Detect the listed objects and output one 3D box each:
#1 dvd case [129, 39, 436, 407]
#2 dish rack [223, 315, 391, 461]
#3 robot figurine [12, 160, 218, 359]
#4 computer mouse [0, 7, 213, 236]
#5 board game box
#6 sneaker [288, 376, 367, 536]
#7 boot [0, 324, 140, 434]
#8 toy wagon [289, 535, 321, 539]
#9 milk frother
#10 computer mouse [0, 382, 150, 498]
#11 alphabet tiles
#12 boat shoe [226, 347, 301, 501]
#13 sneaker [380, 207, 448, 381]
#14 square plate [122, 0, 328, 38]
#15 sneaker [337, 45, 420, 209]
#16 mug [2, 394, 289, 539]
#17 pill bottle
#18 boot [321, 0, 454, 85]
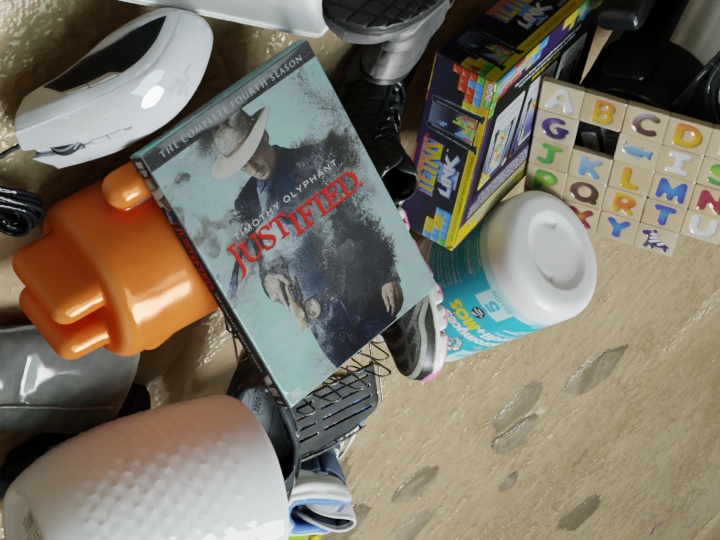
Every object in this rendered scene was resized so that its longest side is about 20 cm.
[{"bbox_3d":[-0.045,-0.030,0.962,0.146,0.022,0.200,-38,111,-24],"label":"dvd case"},{"bbox_3d":[-0.037,0.068,1.203,0.153,0.054,0.201,-23,119,-30],"label":"dish rack"},{"bbox_3d":[-0.135,-0.018,0.988,0.200,0.117,0.144,-30,110,-25],"label":"robot figurine"},{"bbox_3d":[-0.173,-0.089,0.890,0.200,0.044,0.110,-33,150,7],"label":"computer mouse"},{"bbox_3d":[0.114,-0.136,1.144,0.200,0.057,0.166,-43,156,-43],"label":"board game box"},{"bbox_3d":[-0.035,0.179,1.301,0.200,0.146,0.081,-11,135,-42],"label":"sneaker"},{"bbox_3d":[-0.268,0.103,1.031,0.182,0.073,0.200,-53,154,17],"label":"boot"},{"bbox_3d":[-0.117,0.269,1.413,0.200,0.040,0.155,-4,130,-48],"label":"toy wagon"},{"bbox_3d":[0.286,-0.165,1.167,0.188,0.199,0.181,-57,160,-34],"label":"milk frother"},{"bbox_3d":[-0.242,0.180,1.157,0.200,0.046,0.141,-30,144,-24],"label":"computer mouse"},{"bbox_3d":[0.231,-0.070,1.151,0.167,0.199,0.008,92,20,-55],"label":"alphabet tiles"},{"bbox_3d":[-0.083,0.148,1.146,0.066,0.074,0.200,-81,-174,-58],"label":"boat shoe"},{"bbox_3d":[0.000,0.000,1.123,0.087,0.201,0.074,-23,-174,-27],"label":"sneaker"},{"bbox_3d":[-0.049,-0.243,0.877,0.198,0.028,0.200,1,127,-49],"label":"square plate"},{"bbox_3d":[0.010,-0.086,1.058,0.200,0.104,0.060,-51,149,-13],"label":"sneaker"},{"bbox_3d":[-0.177,0.188,1.084,0.175,0.148,0.200,-11,168,-34],"label":"mug"},{"bbox_3d":[0.096,0.013,1.239,0.111,0.111,0.200,-11,170,-43],"label":"pill bottle"},{"bbox_3d":[0.027,-0.171,0.976,0.200,0.070,0.132,-46,167,-42],"label":"boot"}]
